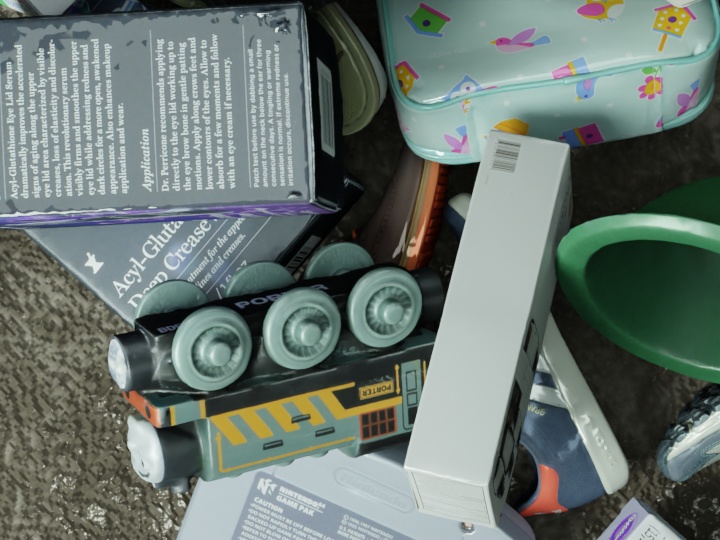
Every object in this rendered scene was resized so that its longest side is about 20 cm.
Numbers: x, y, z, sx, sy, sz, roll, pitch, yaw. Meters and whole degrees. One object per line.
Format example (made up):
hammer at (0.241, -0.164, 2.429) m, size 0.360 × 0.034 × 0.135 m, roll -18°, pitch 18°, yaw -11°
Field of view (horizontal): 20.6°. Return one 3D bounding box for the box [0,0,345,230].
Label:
box at (-0.115, -0.079, 1.055) m, size 0.199 × 0.148 × 0.105 m, roll -3°, pitch 90°, yaw 6°

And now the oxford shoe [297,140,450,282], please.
oxford shoe at (0.000, 0.000, 1.189) m, size 0.072 × 0.071 × 0.201 m, roll 21°, pitch 92°, yaw 9°

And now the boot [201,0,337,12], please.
boot at (0.011, -0.210, 1.107) m, size 0.211 × 0.158 × 0.080 m, roll -4°, pitch 118°, yaw 35°

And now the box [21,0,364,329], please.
box at (-0.121, -0.059, 1.182) m, size 0.200 × 0.107 × 0.149 m, roll 40°, pitch 93°, yaw 5°

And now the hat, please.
hat at (0.214, -0.046, 1.105) m, size 0.165 × 0.200 × 0.176 m, roll 10°, pitch 64°, yaw 22°

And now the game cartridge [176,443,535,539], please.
game cartridge at (-0.003, 0.159, 1.180) m, size 0.200 × 0.041 × 0.133 m, roll 24°, pitch 119°, yaw 4°

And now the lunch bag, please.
lunch bag at (0.110, -0.152, 1.157) m, size 0.199 × 0.077 × 0.161 m, roll -10°, pitch 57°, yaw 2°

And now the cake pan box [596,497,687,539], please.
cake pan box at (0.174, 0.262, 1.165) m, size 0.184 × 0.052 × 0.200 m, roll 42°, pitch 91°, yaw -8°

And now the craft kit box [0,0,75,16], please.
craft kit box at (-0.139, -0.229, 1.128) m, size 0.197 × 0.200 × 0.049 m, roll -43°, pitch 111°, yaw -6°

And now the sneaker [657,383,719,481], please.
sneaker at (0.271, 0.083, 1.162) m, size 0.200 × 0.078 × 0.086 m, roll -29°, pitch 91°, yaw 5°

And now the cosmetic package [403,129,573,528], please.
cosmetic package at (0.074, 0.032, 1.083) m, size 0.050 × 0.083 × 0.201 m, roll 11°, pitch 69°, yaw 10°

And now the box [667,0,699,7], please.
box at (0.180, -0.267, 1.067) m, size 0.128 × 0.109 × 0.201 m, roll 27°, pitch 60°, yaw -35°

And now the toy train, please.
toy train at (-0.042, 0.056, 1.096) m, size 0.200 × 0.085 × 0.114 m, roll -13°, pitch 110°, yaw -25°

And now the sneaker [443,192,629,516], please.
sneaker at (0.082, 0.055, 1.178) m, size 0.084 × 0.075 × 0.200 m, roll -27°, pitch 86°, yaw 3°

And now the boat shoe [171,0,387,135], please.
boat shoe at (-0.057, -0.160, 1.184) m, size 0.200 × 0.068 × 0.075 m, roll 43°, pitch 115°, yaw 10°
